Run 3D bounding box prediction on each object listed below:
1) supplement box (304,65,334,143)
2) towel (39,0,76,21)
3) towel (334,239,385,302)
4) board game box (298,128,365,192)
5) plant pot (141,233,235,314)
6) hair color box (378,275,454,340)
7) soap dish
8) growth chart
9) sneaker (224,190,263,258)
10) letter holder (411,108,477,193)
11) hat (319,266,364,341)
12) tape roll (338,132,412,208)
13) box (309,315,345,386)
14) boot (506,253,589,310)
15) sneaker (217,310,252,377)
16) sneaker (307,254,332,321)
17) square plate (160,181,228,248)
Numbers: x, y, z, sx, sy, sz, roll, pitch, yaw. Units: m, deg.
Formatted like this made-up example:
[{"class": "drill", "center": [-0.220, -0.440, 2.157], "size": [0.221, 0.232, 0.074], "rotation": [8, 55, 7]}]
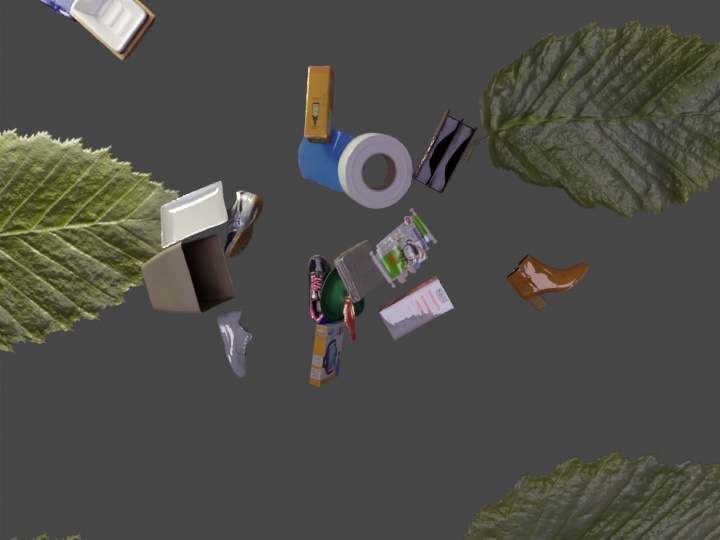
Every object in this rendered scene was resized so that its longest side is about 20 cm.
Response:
[{"class": "supplement box", "center": [-0.112, -0.458, 1.606], "size": [0.066, 0.069, 0.202], "rotation": [3, 84, 9]}, {"class": "towel", "center": [-0.832, -0.834, 1.651], "size": [0.147, 0.050, 0.201], "rotation": [30, 99, -7]}, {"class": "towel", "center": [0.000, 0.000, 1.621], "size": [0.034, 0.200, 0.134], "rotation": [-21, 97, 31]}, {"class": "board game box", "center": [-0.080, -0.319, 1.659], "size": [0.198, 0.039, 0.159], "rotation": [22, 100, 9]}, {"class": "plant pot", "center": [-0.507, 0.021, 1.673], "size": [0.175, 0.200, 0.202], "rotation": [-12, 97, 19]}, {"class": "hair color box", "center": [0.162, 0.109, 1.684], "size": [0.199, 0.061, 0.102], "rotation": [-29, 94, 9]}, {"class": "soap dish", "center": [-0.693, -0.718, 1.634], "size": [0.200, 0.081, 0.158], "rotation": [42, 99, -2]}, {"class": "growth chart", "center": [0.126, -0.060, 1.668], "size": [0.200, 0.018, 0.145], "rotation": [-45, 99, -3]}, {"class": "sneaker", "center": [-0.360, -0.137, 1.700], "size": [0.087, 0.076, 0.201], "rotation": [28, 96, 16]}, {"class": "letter holder", "center": [0.230, -0.321, 1.578], "size": [0.100, 0.142, 0.201], "rotation": [28, 99, 1]}, {"class": "hat", "center": [-0.001, 0.092, 1.604], "size": [0.175, 0.165, 0.202], "rotation": [16, 84, 41]}, {"class": "tape roll", "center": [0.042, -0.275, 1.600], "size": [0.200, 0.071, 0.205], "rotation": [-5, 107, -17]}, {"class": "box", "center": [-0.094, 0.226, 1.691], "size": [0.041, 0.119, 0.202], "rotation": [14, 100, 23]}, {"class": "boot", "center": [0.525, 0.004, 1.632], "size": [0.201, 0.071, 0.144], "rotation": [-41, 96, 14]}, {"class": "sneaker", "center": [-0.363, 0.220, 1.744], "size": [0.088, 0.075, 0.202], "rotation": [-16, 95, -5]}, {"class": "sneaker", "center": [-0.122, 0.057, 1.685], "size": [0.078, 0.095, 0.202], "rotation": [-2, 97, 8]}, {"class": "square plate", "center": [-0.472, -0.156, 1.649], "size": [0.197, 0.201, 0.029], "rotation": [-23, 134, 1]}]
